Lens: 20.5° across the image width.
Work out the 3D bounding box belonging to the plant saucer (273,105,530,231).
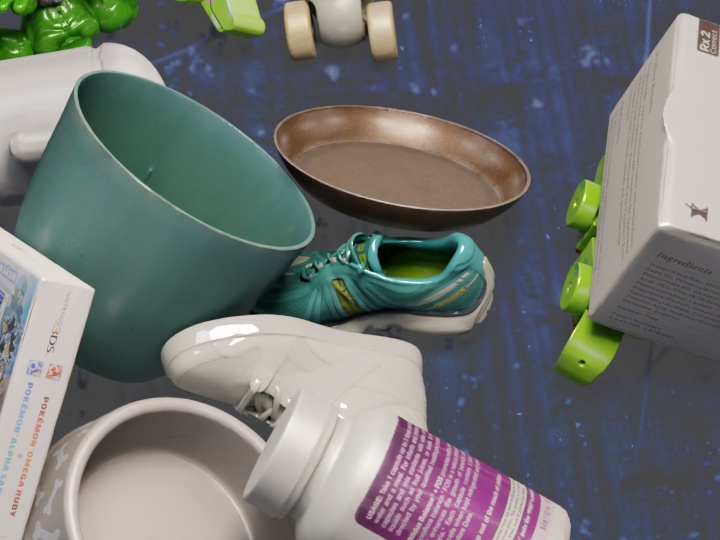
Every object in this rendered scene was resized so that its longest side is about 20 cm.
[{"bbox_3d":[0.030,-0.075,1.516,0.198,0.032,0.200,8,24,-4],"label":"plant saucer"}]

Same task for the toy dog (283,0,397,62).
[{"bbox_3d":[-0.023,-0.262,1.662,0.131,0.097,0.201,-19,55,-11],"label":"toy dog"}]

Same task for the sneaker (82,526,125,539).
[{"bbox_3d":[-0.241,0.226,1.340,0.198,0.078,0.100,-8,64,3],"label":"sneaker"}]

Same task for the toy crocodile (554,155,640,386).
[{"bbox_3d":[0.183,-0.004,1.487,0.067,0.062,0.201,19,52,-10],"label":"toy crocodile"}]

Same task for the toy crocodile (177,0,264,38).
[{"bbox_3d":[-0.132,-0.273,1.675,0.067,0.062,0.201,10,42,-43],"label":"toy crocodile"}]

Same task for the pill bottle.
[{"bbox_3d":[0.028,0.160,1.302,0.199,0.112,0.113,30,57,-5],"label":"pill bottle"}]

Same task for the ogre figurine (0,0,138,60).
[{"bbox_3d":[-0.249,-0.222,1.632,0.098,0.120,0.200,35,64,20],"label":"ogre figurine"}]

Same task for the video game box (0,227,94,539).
[{"bbox_3d":[-0.256,0.071,1.340,0.047,0.184,0.200,11,8,-31],"label":"video game box"}]

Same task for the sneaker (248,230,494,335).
[{"bbox_3d":[0.000,0.000,1.474,0.198,0.080,0.078,-4,52,13],"label":"sneaker"}]

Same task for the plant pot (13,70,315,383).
[{"bbox_3d":[-0.157,-0.019,1.428,0.200,0.161,0.201,30,22,-13],"label":"plant pot"}]

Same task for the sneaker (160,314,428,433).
[{"bbox_3d":[-0.038,0.100,1.382,0.198,0.074,0.116,6,53,-23],"label":"sneaker"}]

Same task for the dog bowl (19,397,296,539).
[{"bbox_3d":[-0.123,0.175,1.314,0.199,0.059,0.201,16,55,-23],"label":"dog bowl"}]

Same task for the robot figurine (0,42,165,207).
[{"bbox_3d":[-0.233,-0.114,1.555,0.198,0.114,0.170,-10,20,-3],"label":"robot figurine"}]

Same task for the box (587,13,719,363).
[{"bbox_3d":[0.284,-0.047,1.431,0.199,0.131,0.200,18,54,-9],"label":"box"}]
